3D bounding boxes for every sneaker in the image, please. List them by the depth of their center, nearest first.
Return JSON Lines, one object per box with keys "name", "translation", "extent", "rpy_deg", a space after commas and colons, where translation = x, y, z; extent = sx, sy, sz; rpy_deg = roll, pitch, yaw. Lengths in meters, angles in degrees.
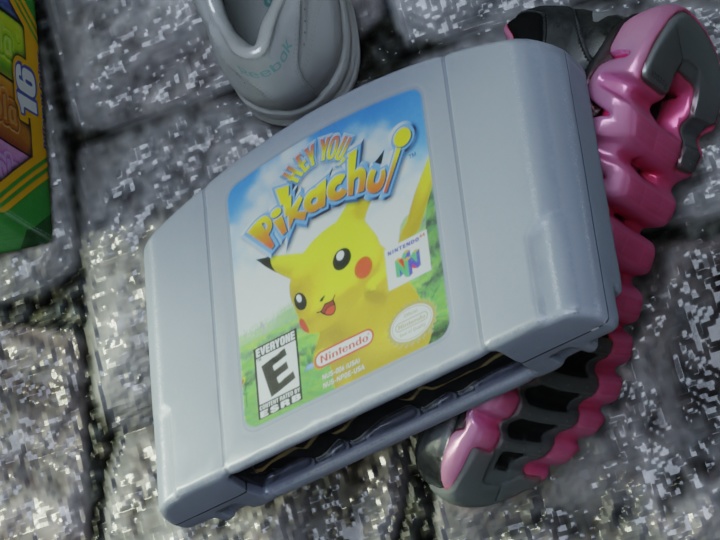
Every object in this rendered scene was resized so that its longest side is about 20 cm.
{"name": "sneaker", "translation": [0.059, -0.011, 0.968], "extent": [0.095, 0.079, 0.201], "rpy_deg": [18, 81, 34]}
{"name": "sneaker", "translation": [-0.055, -0.158, 1.013], "extent": [0.075, 0.088, 0.201], "rpy_deg": [-25, 73, 11]}

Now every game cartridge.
{"name": "game cartridge", "translation": [0.000, 0.000, 0.948], "extent": [0.200, 0.040, 0.134], "rpy_deg": [-27, 50, 30]}

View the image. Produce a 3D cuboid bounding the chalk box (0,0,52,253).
{"name": "chalk box", "translation": [-0.211, -0.078, 0.981], "extent": [0.124, 0.200, 0.124], "rpy_deg": [-9, 76, 14]}
